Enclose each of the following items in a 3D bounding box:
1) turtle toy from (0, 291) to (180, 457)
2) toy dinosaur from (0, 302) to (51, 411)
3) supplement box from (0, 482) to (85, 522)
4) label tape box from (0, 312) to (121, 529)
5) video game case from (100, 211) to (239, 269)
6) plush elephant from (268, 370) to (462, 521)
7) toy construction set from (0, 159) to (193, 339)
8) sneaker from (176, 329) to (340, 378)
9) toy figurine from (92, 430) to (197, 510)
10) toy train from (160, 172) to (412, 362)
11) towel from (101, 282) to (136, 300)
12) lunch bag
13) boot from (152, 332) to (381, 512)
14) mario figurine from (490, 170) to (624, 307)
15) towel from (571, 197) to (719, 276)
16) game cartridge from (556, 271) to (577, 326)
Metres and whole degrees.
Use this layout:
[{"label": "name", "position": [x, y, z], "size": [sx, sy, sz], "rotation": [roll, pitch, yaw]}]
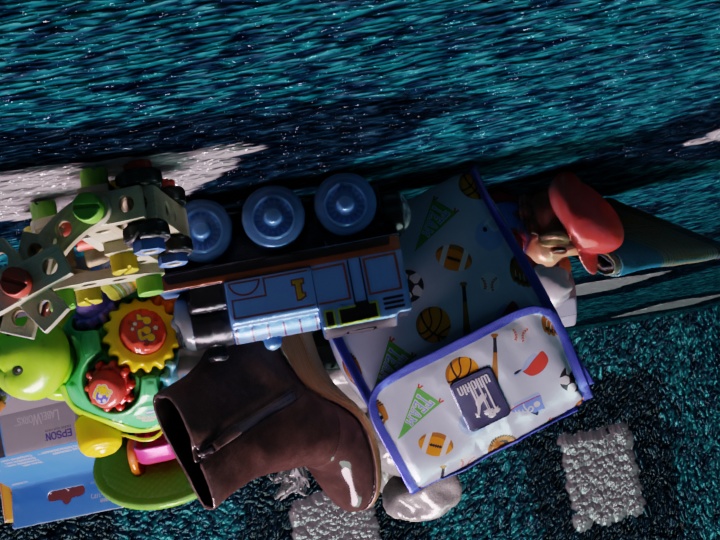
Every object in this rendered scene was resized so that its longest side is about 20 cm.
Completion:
[{"label": "turtle toy", "position": [-0.206, 0.070, 1.666], "size": [0.198, 0.147, 0.101], "rotation": [-7, 157, -17]}, {"label": "toy dinosaur", "position": [-0.304, 0.096, 1.741], "size": [0.104, 0.182, 0.201], "rotation": [-3, 135, 17]}, {"label": "supplement box", "position": [-0.262, 0.140, 2.067], "size": [0.198, 0.199, 0.133], "rotation": [-11, 174, 10]}, {"label": "label tape box", "position": [-0.311, 0.140, 1.952], "size": [0.142, 0.202, 0.066], "rotation": [-14, 170, 31]}, {"label": "video game case", "position": [-0.089, -0.023, 1.667], "size": [0.199, 0.024, 0.181], "rotation": [-5, 172, -42]}, {"label": "plush elephant", "position": [0.029, 0.132, 1.771], "size": [0.154, 0.166, 0.200], "rotation": [-8, -155, 46]}, {"label": "toy construction set", "position": [-0.175, -0.017, 1.284], "size": [0.130, 0.093, 0.200], "rotation": [-11, -175, 7]}, {"label": "sneaker", "position": [-0.054, 0.043, 1.642], "size": [0.198, 0.083, 0.073], "rotation": [-3, 174, -29]}, {"label": "toy figurine", "position": [-0.196, 0.083, 1.854], "size": [0.149, 0.185, 0.201], "rotation": [-12, -146, 6]}, {"label": "toy train", "position": [-0.056, -0.001, 1.477], "size": [0.198, 0.115, 0.087], "rotation": [-11, 174, -2]}, {"label": "towel", "position": [-0.106, -0.006, 1.600], "size": [0.198, 0.018, 0.086], "rotation": [-11, 176, 0]}, {"label": "lunch bag", "position": [0.065, 0.048, 1.562], "size": [0.169, 0.201, 0.124], "rotation": [-27, 172, 0]}, {"label": "boot", "position": [-0.071, 0.134, 1.540], "size": [0.072, 0.201, 0.166], "rotation": [-8, -155, 40]}, {"label": "mario figurine", "position": [0.123, -0.013, 1.706], "size": [0.198, 0.125, 0.106], "rotation": [-7, 162, 10]}, {"label": "towel", "position": [0.225, -0.032, 1.825], "size": [0.146, 0.022, 0.199], "rotation": [26, -161, 35]}, {"label": "game cartridge", "position": [0.109, 0.004, 1.771], "size": [0.132, 0.041, 0.200], "rotation": [-12, -153, -11]}]
